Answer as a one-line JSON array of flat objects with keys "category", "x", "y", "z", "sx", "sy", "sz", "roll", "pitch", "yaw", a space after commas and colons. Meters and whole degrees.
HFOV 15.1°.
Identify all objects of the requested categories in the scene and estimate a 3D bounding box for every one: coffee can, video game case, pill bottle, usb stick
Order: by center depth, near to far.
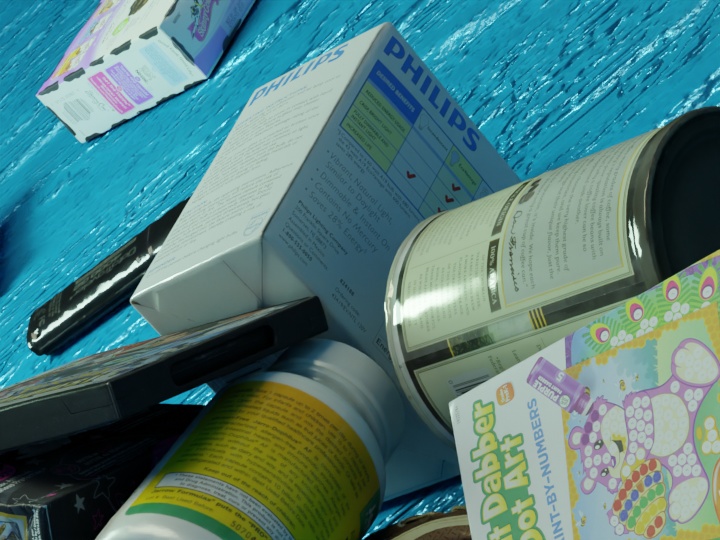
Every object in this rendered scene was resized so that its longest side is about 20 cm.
[{"category": "coffee can", "x": 0.130, "y": 0.012, "z": 1.429, "sx": 0.199, "sy": 0.146, "sz": 0.147, "roll": -20, "pitch": 31, "yaw": 46}, {"category": "pill bottle", "x": -0.054, "y": 0.125, "z": 1.445, "sx": 0.112, "sy": 0.113, "sz": 0.200, "roll": -26, "pitch": 16, "yaw": 39}, {"category": "video game case", "x": -0.145, "y": 0.065, "z": 1.483, "sx": 0.199, "sy": 0.026, "sz": 0.180, "roll": -16, "pitch": 4, "yaw": 38}, {"category": "usb stick", "x": -0.193, "y": 0.004, "z": 2.199, "sx": 0.199, "sy": 0.033, "sz": 0.056, "roll": -35, "pitch": 30, "yaw": 23}]

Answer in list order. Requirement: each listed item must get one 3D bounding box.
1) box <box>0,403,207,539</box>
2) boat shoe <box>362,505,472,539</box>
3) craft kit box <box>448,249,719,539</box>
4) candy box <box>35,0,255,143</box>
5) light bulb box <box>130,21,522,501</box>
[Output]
[{"category": "box", "x": -0.154, "y": 0.159, "z": 1.501, "sx": 0.114, "sy": 0.133, "sz": 0.200, "roll": 1, "pitch": 13, "yaw": 31}, {"category": "boat shoe", "x": 0.050, "y": 0.149, "z": 1.425, "sx": 0.202, "sy": 0.075, "sz": 0.075, "roll": -22, "pitch": 24, "yaw": 45}, {"category": "craft kit box", "x": 0.140, "y": 0.110, "z": 1.255, "sx": 0.197, "sy": 0.048, "sz": 0.201, "roll": -34, "pitch": 50, "yaw": 33}, {"category": "candy box", "x": -0.194, "y": -0.227, "z": 2.582, "sx": 0.199, "sy": 0.072, "sz": 0.168, "roll": -23, "pitch": 29, "yaw": 45}, {"category": "light bulb box", "x": 0.000, "y": 0.000, "z": 1.618, "sx": 0.124, "sy": 0.198, "sz": 0.200, "roll": -22, "pitch": 28, "yaw": 41}]
